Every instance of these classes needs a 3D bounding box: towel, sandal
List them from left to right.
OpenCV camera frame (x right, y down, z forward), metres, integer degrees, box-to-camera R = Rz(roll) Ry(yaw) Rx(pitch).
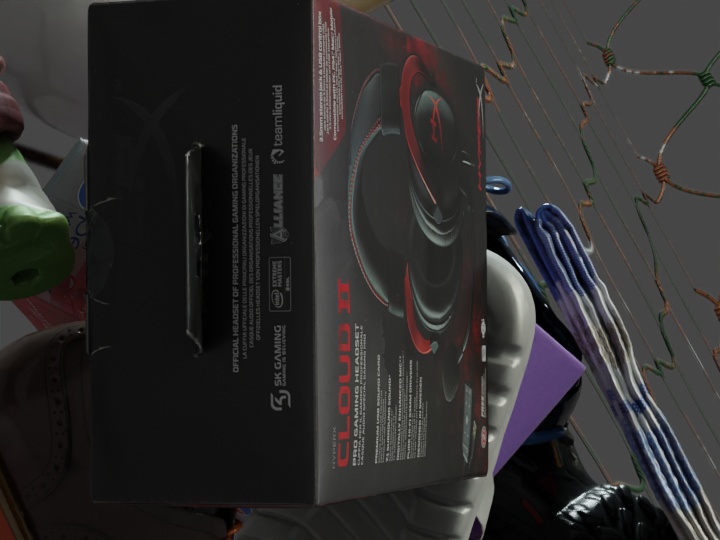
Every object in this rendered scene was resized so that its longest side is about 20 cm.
[{"bbox_3d":[0.013,0.085,0.849,0.082,0.203,0.050,35,16,19],"label":"sandal"},{"bbox_3d":[0.128,0.063,1.028,0.200,0.024,0.147,63,6,8],"label":"towel"}]

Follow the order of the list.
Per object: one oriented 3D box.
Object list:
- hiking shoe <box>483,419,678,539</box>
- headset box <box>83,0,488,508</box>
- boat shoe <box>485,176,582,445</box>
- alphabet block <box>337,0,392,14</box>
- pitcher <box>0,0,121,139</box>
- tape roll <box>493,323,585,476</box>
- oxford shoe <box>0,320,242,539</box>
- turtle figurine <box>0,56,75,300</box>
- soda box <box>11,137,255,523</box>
[{"bbox_3d":[0.071,0.114,1.126,0.076,0.101,0.200,-20,58,-37],"label":"hiking shoe"},{"bbox_3d":[-0.021,-0.003,0.724,0.200,0.075,0.149,9,81,-71],"label":"headset box"},{"bbox_3d":[0.053,-0.009,1.115,0.084,0.069,0.200,-18,56,-37],"label":"boat shoe"},{"bbox_3d":[-0.069,-0.209,1.121,0.195,0.200,0.196,60,13,-16],"label":"alphabet block"},{"bbox_3d":[-0.138,-0.151,0.956,0.200,0.121,0.172,47,1,-15],"label":"pitcher"},{"bbox_3d":[0.000,0.000,0.976,0.200,0.066,0.200,40,1,-1],"label":"tape roll"},{"bbox_3d":[-0.066,0.111,0.754,0.200,0.072,0.071,61,13,-8],"label":"oxford shoe"},{"bbox_3d":[-0.154,-0.090,0.680,0.144,0.200,0.194,1,60,-36],"label":"turtle figurine"},{"bbox_3d":[-0.056,0.038,0.860,0.070,0.063,0.200,24,-19,33],"label":"soda box"}]
